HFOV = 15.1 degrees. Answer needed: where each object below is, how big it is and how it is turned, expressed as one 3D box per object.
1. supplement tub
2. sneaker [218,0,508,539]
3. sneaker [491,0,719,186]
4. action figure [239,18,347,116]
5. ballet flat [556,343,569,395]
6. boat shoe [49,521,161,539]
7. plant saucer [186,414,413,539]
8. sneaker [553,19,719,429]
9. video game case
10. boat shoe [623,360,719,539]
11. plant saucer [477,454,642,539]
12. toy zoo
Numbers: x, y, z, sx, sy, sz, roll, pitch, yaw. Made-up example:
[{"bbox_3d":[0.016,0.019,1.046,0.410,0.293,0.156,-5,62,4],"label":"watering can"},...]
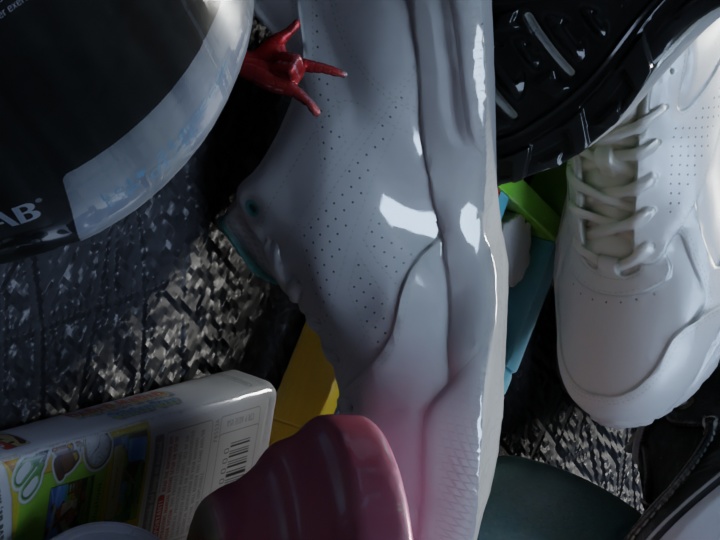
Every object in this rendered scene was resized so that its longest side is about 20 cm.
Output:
[{"bbox_3d":[-0.107,-0.100,0.564,0.123,0.122,0.200,-60,149,-23],"label":"supplement tub"},{"bbox_3d":[0.000,0.000,0.837,0.075,0.088,0.200,-56,144,-79],"label":"sneaker"},{"bbox_3d":[0.081,-0.091,0.876,0.074,0.200,0.079,57,9,-4],"label":"sneaker"},{"bbox_3d":[-0.077,-0.033,0.679,0.065,0.099,0.200,82,32,-62],"label":"action figure"},{"bbox_3d":[0.139,0.023,1.137,0.200,0.046,0.067,-2,106,-60],"label":"ballet flat"},{"bbox_3d":[-0.092,0.168,0.759,0.065,0.074,0.200,120,-13,-82],"label":"boat shoe"},{"bbox_3d":[-0.024,0.141,0.777,0.201,0.051,0.201,-176,-90,-80],"label":"plant saucer"},{"bbox_3d":[0.094,-0.045,0.968,0.099,0.078,0.200,20,77,-55],"label":"sneaker"},{"bbox_3d":[-0.097,0.139,0.813,0.182,0.023,0.200,-13,117,-58],"label":"video game case"},{"bbox_3d":[0.136,0.072,1.054,0.072,0.071,0.200,-55,169,29],"label":"boat shoe"},{"bbox_3d":[0.111,0.153,1.037,0.201,0.039,0.201,46,27,-31],"label":"plant saucer"},{"bbox_3d":[0.023,0.018,0.959,0.131,0.020,0.200,39,70,-59],"label":"toy zoo"}]
